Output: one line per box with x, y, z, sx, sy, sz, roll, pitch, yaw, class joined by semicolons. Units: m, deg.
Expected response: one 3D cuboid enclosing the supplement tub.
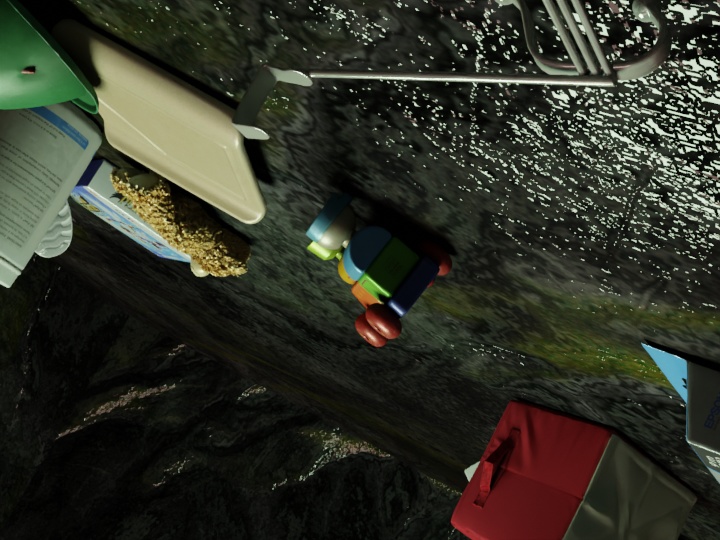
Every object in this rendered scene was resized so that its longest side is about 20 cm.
-0.384;-0.100;1.162;0.131;0.202;0.132;28;168;7;supplement tub

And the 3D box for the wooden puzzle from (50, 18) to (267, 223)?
-0.166;-0.128;0.930;0.183;0.038;0.200;30;163;9;wooden puzzle

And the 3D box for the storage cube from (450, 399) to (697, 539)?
0.246;0.279;1.240;0.199;0.173;0.179;37;166;-28;storage cube

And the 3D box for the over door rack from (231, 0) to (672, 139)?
0.002;-0.124;0.399;0.197;0.068;0.148;-3;151;31;over door rack

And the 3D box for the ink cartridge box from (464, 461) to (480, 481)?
0.261;0.409;1.720;0.146;0.085;0.202;44;-160;-50;ink cartridge box

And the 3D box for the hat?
-0.341;-0.145;0.857;0.200;0.176;0.165;45;167;-8;hat

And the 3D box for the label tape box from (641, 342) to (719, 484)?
0.303;0.138;0.786;0.198;0.064;0.144;19;163;43;label tape box

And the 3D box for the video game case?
-0.309;-0.079;1.449;0.180;0.046;0.199;37;167;-24;video game case

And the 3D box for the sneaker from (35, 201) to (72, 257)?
-0.454;-0.118;1.482;0.082;0.074;0.203;-139;31;-69;sneaker

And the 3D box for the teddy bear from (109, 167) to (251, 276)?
-0.221;-0.054;1.280;0.144;0.067;0.200;24;166;39;teddy bear

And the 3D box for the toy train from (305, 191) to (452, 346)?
0.000;0.000;0.942;0.115;0.085;0.200;41;168;0;toy train
